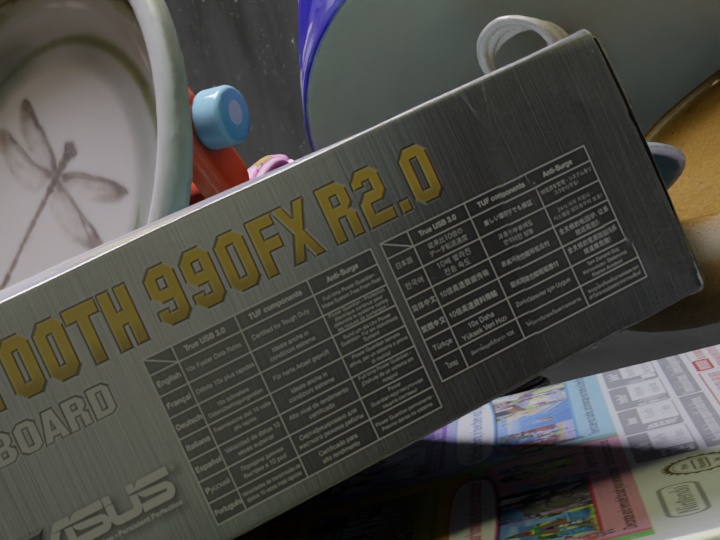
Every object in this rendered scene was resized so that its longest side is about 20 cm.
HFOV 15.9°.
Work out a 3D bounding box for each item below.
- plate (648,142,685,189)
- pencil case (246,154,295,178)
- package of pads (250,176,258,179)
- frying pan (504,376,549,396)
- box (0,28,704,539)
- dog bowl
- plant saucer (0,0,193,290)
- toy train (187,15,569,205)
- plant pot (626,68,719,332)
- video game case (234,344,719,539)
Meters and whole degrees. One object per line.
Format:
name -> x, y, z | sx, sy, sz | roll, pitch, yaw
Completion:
plate -> 0.000, 0.000, 0.756 | 0.200, 0.026, 0.200 | -24, -11, -5
pencil case -> -0.107, -0.001, 1.308 | 0.200, 0.083, 0.087 | -13, 4, 35
package of pads -> 0.013, -0.018, 1.122 | 0.200, 0.076, 0.120 | -16, 7, -39
frying pan -> -0.041, 0.044, 0.725 | 0.190, 0.031, 0.115 | -11, 1, 11
box -> -0.065, 0.032, 0.435 | 0.200, 0.048, 0.158 | -26, 3, -25
dog bowl -> 0.076, -0.088, 0.967 | 0.200, 0.200, 0.079 | -13, 44, 13
plant saucer -> -0.116, -0.026, 0.906 | 0.200, 0.200, 0.050 | -11, -16, 43
toy train -> -0.006, -0.022, 0.931 | 0.200, 0.150, 0.056 | -8, 42, 26
plant pot -> 0.154, -0.050, 0.827 | 0.200, 0.027, 0.200 | -31, 15, 9
video game case -> 0.035, 0.042, 0.444 | 0.182, 0.022, 0.200 | -14, 4, 4
